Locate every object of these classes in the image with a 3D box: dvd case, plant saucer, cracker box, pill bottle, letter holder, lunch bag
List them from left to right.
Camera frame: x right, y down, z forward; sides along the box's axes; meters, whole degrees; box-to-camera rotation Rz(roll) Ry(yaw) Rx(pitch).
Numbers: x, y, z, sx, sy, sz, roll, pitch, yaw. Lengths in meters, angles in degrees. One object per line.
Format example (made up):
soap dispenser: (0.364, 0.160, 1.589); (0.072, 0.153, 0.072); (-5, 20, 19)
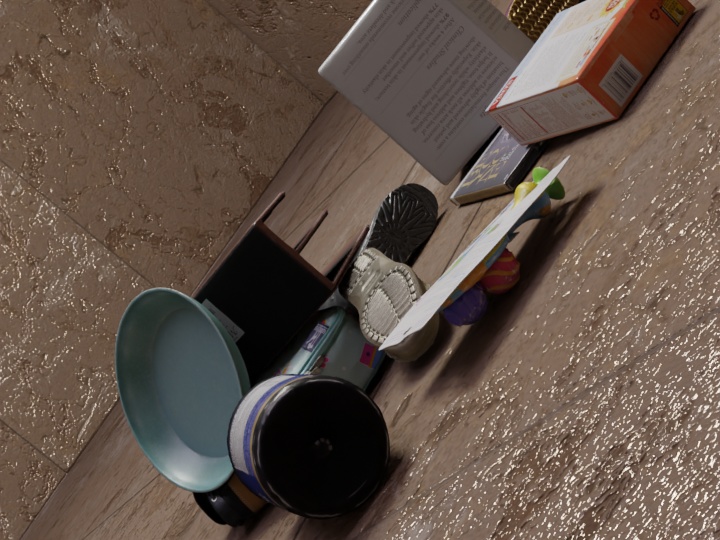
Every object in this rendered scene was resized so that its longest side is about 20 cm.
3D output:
plant saucer: (-0.164, 0.112, 1.548); (0.036, 0.202, 0.200); (-15, -19, -42)
letter holder: (-0.094, 0.014, 1.609); (0.200, 0.100, 0.142); (-47, 5, 35)
pill bottle: (-0.051, 0.142, 1.333); (0.112, 0.112, 0.200); (-52, 8, -11)
lunch bag: (-0.058, 0.118, 1.580); (0.161, 0.077, 0.200); (-53, 9, -14)
dvd case: (0.166, -0.137, 1.679); (0.149, 0.016, 0.200); (-53, 8, -9)
cracker box: (0.212, -0.195, 1.507); (0.134, 0.058, 0.200); (-53, 15, -14)

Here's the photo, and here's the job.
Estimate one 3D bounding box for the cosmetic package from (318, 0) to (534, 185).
cosmetic package: (0.087, -0.239, 1.853); (0.168, 0.200, 0.166); (-48, 3, 19)

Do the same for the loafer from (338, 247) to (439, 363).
loafer: (0.038, 0.034, 1.481); (0.076, 0.068, 0.200); (-52, 22, 7)

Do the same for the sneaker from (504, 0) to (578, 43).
sneaker: (0.225, -0.322, 1.992); (0.200, 0.075, 0.090); (-50, -2, -37)

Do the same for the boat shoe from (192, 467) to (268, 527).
boat shoe: (-0.140, 0.217, 1.619); (0.062, 0.075, 0.200); (-46, 13, -11)

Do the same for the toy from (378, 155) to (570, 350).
toy: (0.106, -0.002, 1.335); (0.201, 0.047, 0.115); (-51, 5, -20)

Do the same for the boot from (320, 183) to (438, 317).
boot: (-0.001, 0.001, 1.846); (0.165, 0.065, 0.200); (-55, 5, -33)
